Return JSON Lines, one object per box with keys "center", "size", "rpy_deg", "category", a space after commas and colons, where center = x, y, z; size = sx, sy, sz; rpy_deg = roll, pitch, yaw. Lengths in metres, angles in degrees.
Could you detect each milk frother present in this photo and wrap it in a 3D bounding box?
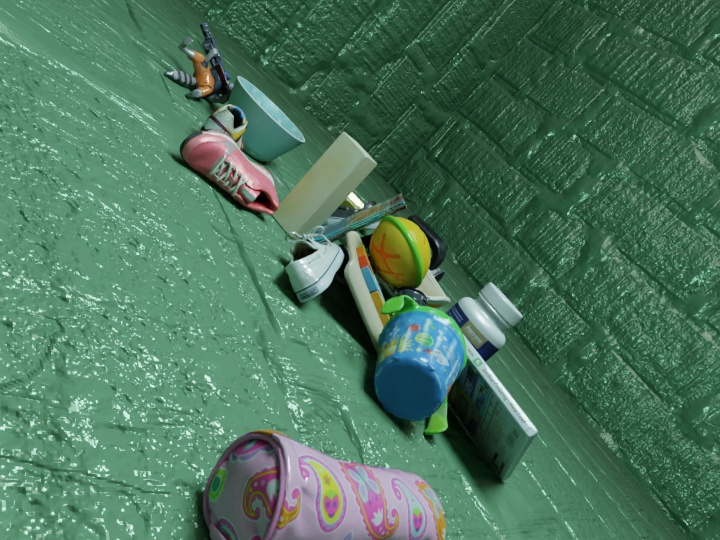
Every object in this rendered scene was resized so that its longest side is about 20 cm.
{"center": [0.096, -0.025, 1.328], "size": [0.199, 0.181, 0.189], "rpy_deg": [-30, 70, -32], "category": "milk frother"}

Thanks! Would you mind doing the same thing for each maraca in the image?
{"center": [0.069, -0.022, 0.970], "size": [0.138, 0.106, 0.201], "rpy_deg": [60, -16, 20], "category": "maraca"}

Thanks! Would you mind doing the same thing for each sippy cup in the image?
{"center": [0.078, 0.136, 0.739], "size": [0.177, 0.140, 0.130], "rpy_deg": [37, 23, 3], "category": "sippy cup"}

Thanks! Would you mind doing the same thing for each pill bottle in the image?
{"center": [0.208, 0.124, 1.013], "size": [0.119, 0.200, 0.120], "rpy_deg": [42, 13, -12], "category": "pill bottle"}

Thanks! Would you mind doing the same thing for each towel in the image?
{"center": [-0.005, -0.100, 1.034], "size": [0.147, 0.197, 0.022], "rpy_deg": [-85, 151, -74], "category": "towel"}

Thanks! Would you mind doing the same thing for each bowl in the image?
{"center": [-0.232, -0.326, 1.188], "size": [0.201, 0.105, 0.201], "rpy_deg": [43, 12, -12], "category": "bowl"}

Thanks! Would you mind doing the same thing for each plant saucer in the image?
{"center": [-0.039, -0.200, 1.560], "size": [0.200, 0.048, 0.200], "rpy_deg": [44, 13, -10], "category": "plant saucer"}

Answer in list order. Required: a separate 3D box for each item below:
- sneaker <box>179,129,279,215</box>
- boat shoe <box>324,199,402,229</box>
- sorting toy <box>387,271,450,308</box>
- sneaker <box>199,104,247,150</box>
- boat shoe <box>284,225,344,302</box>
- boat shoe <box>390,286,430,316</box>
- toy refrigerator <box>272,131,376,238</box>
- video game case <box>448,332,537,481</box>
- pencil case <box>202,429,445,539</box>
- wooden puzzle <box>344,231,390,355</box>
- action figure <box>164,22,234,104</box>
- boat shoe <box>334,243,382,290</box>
{"center": [-0.196, -0.152, 0.840], "size": [0.199, 0.074, 0.087], "rpy_deg": [29, 22, -53], "category": "sneaker"}
{"center": [0.010, -0.132, 1.219], "size": [0.196, 0.068, 0.070], "rpy_deg": [4, 6, 5], "category": "boat shoe"}
{"center": [0.091, 0.002, 1.145], "size": [0.202, 0.106, 0.180], "rpy_deg": [59, 9, 19], "category": "sorting toy"}
{"center": [-0.244, -0.266, 0.993], "size": [0.075, 0.090, 0.200], "rpy_deg": [42, 13, -14], "category": "sneaker"}
{"center": [-0.081, -0.026, 0.812], "size": [0.087, 0.074, 0.202], "rpy_deg": [60, 16, -14], "category": "boat shoe"}
{"center": [0.090, 0.063, 0.939], "size": [0.073, 0.063, 0.200], "rpy_deg": [13, -2, 7], "category": "boat shoe"}
{"center": [-0.068, -0.152, 0.966], "size": [0.070, 0.200, 0.076], "rpy_deg": [48, 14, 13], "category": "toy refrigerator"}
{"center": [0.194, 0.220, 0.834], "size": [0.183, 0.022, 0.202], "rpy_deg": [55, -19, 33], "category": "video game case"}
{"center": [-0.016, 0.180, 0.387], "size": [0.199, 0.087, 0.088], "rpy_deg": [36, 16, -42], "category": "pencil case"}
{"center": [0.021, 0.038, 0.894], "size": [0.200, 0.037, 0.188], "rpy_deg": [-88, 157, -71], "category": "wooden puzzle"}
{"center": [-0.362, -0.457, 1.186], "size": [0.193, 0.103, 0.203], "rpy_deg": [-46, 116, -82], "category": "action figure"}
{"center": [-0.001, -0.002, 1.025], "size": [0.199, 0.066, 0.075], "rpy_deg": [33, 17, -47], "category": "boat shoe"}
